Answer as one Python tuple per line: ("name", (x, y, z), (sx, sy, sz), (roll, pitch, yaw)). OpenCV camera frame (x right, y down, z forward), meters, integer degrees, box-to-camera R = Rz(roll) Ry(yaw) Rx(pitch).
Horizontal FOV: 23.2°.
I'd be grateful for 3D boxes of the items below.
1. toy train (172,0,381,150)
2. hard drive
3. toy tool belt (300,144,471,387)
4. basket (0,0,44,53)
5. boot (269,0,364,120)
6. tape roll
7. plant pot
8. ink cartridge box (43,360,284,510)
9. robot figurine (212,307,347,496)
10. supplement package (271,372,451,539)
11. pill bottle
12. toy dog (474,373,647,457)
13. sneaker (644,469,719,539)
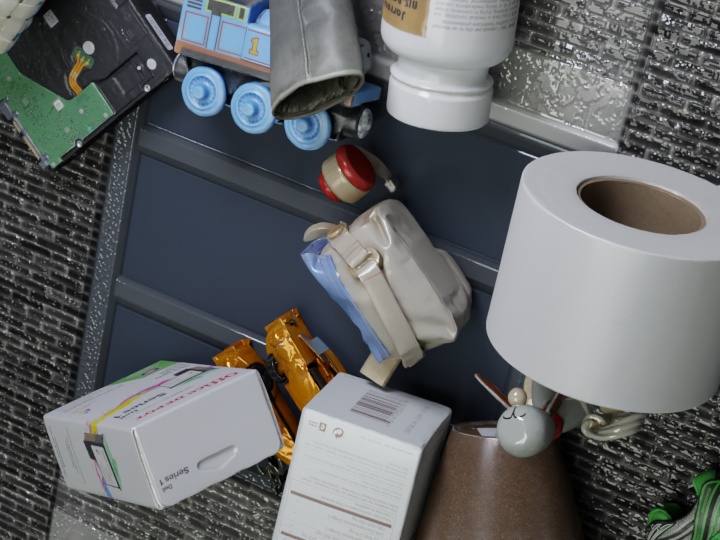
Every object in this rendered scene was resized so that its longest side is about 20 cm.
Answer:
("toy train", (-0.076, -0.182, 1.570), (0.199, 0.087, 0.115), (19, 110, 20))
("hard drive", (-0.271, -0.201, 1.686), (0.200, 0.038, 0.140), (-35, 91, 31))
("toy tool belt", (0.000, 0.000, 1.576), (0.123, 0.125, 0.200), (-34, 94, 26))
("basket", (-0.345, -0.312, 1.619), (0.176, 0.139, 0.201), (-42, 50, 33))
("boot", (-0.021, -0.247, 1.466), (0.182, 0.072, 0.201), (-34, 48, 42))
("tape roll", (0.213, 0.006, 1.426), (0.202, 0.203, 0.140), (21, 116, 18))
("plant pot", (0.127, 0.242, 1.585), (0.186, 0.187, 0.201), (4, 96, 25))
("ink cartridge box", (-0.189, 0.152, 1.671), (0.200, 0.144, 0.084), (0, 111, 56))
("robot figurine", (-0.050, 0.144, 1.692), (0.145, 0.058, 0.201), (-29, 93, 32))
("supplement package", (-0.005, 0.215, 1.598), (0.117, 0.117, 0.201), (17, 108, 11))
("pill bottle", (0.076, -0.224, 1.458), (0.114, 0.114, 0.201), (16, 115, 21))
("toy dog", (0.166, 0.092, 1.502), (0.131, 0.200, 0.097), (-14, 92, 4))
("sneaker", (0.280, 0.256, 1.568), (0.085, 0.078, 0.200), (43, 113, 14))
